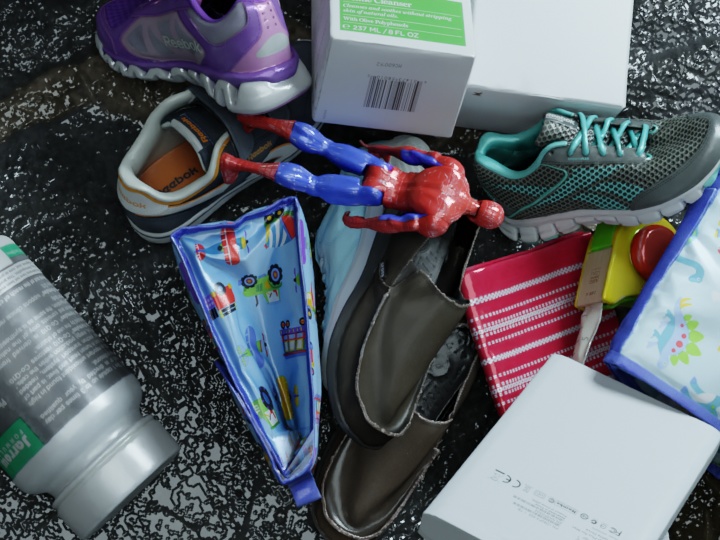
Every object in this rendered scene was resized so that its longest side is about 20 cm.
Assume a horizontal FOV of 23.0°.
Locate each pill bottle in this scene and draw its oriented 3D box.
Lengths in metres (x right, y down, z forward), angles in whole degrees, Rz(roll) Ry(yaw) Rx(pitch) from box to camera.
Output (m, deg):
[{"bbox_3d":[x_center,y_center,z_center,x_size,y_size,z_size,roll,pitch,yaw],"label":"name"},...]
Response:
[{"bbox_3d":[-0.226,0.083,1.242,0.113,0.113,0.200,-42,87,-10],"label":"pill bottle"}]

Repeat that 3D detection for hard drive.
[{"bbox_3d":[0.141,0.138,1.154,0.131,0.026,0.200,25,38,18],"label":"hard drive"}]

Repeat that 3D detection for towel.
[{"bbox_3d":[0.152,0.078,1.298,0.144,0.022,0.201,-14,83,-38],"label":"towel"}]

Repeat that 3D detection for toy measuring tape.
[{"bbox_3d":[0.194,0.027,1.295,0.073,0.074,0.201,16,73,-4],"label":"toy measuring tape"}]

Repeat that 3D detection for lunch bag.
[{"bbox_3d":[0.276,0.047,1.274,0.200,0.127,0.171,39,77,-31],"label":"lunch bag"},{"bbox_3d":[-0.060,0.065,1.243,0.093,0.151,0.202,-16,84,-4],"label":"lunch bag"}]

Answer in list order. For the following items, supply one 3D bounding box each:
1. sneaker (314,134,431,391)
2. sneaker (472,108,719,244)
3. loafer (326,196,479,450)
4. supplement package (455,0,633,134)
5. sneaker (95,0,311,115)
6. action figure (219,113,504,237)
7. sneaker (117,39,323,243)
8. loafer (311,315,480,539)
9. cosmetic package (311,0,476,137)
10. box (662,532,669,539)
[{"bbox_3d":[0.000,0.000,1.304,0.074,0.082,0.201,29,70,-37],"label":"sneaker"},{"bbox_3d":[0.165,-0.079,1.261,0.091,0.199,0.078,46,41,-36],"label":"sneaker"},{"bbox_3d":[0.034,0.026,1.230,0.073,0.071,0.202,26,73,-39],"label":"loafer"},{"bbox_3d":[0.134,-0.210,1.323,0.120,0.120,0.202,8,80,-6],"label":"supplement package"},{"bbox_3d":[-0.118,-0.179,1.264,0.080,0.199,0.089,-34,129,-34],"label":"sneaker"},{"bbox_3d":[0.005,-0.063,1.225,0.199,0.052,0.066,16,71,16],"label":"action figure"},{"bbox_3d":[-0.095,-0.105,1.297,0.078,0.080,0.200,41,78,21],"label":"sneaker"},{"bbox_3d":[0.027,0.110,1.287,0.073,0.071,0.201,29,79,-1],"label":"loafer"},{"bbox_3d":[0.020,-0.198,1.280,0.107,0.085,0.201,5,49,-9],"label":"cosmetic package"},{"bbox_3d":[0.138,0.247,1.213,0.100,0.113,0.201,8,116,-4],"label":"box"}]
